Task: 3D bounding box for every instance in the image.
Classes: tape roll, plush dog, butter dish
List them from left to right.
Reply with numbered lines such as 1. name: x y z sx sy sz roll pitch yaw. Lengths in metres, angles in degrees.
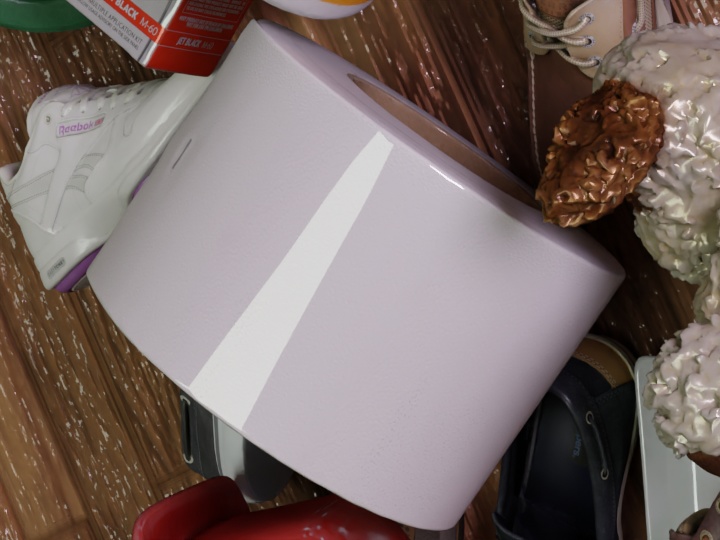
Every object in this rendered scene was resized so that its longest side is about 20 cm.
1. butter dish: -0.002 0.179 1.042 0.147 0.200 0.201 -22 86 10
2. tape roll: 0.000 0.000 0.974 0.202 0.202 0.140 39 99 24
3. plush dog: 0.158 -0.030 0.834 0.172 0.200 0.161 41 114 17

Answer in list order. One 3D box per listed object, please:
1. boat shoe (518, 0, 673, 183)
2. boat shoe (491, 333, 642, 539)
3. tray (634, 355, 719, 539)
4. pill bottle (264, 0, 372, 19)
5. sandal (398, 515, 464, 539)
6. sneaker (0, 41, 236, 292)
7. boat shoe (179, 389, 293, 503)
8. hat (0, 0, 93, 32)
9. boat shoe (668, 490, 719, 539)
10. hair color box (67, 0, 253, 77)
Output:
1. boat shoe: 0.097 -0.123 0.968 0.075 0.072 0.202 16 112 35
2. boat shoe: 0.093 0.129 1.050 0.074 0.062 0.202 18 115 32
3. tray: 0.214 0.093 0.968 0.199 0.022 0.108 3 105 38
4. pill bottle: 0.012 -0.208 0.895 0.117 0.116 0.200 53 125 14
5. sandal: 0.000 0.068 1.110 0.081 0.054 0.202 -3 101 39
6. sneaker: -0.132 -0.071 1.164 0.200 0.075 0.100 -40 78 38
7. boat shoe: -0.072 0.024 1.154 0.066 0.070 0.202 12 117 34
8. hat: -0.186 -0.247 1.190 0.165 0.176 0.200 -34 113 8
9. boat shoe: 0.170 0.134 0.968 0.072 0.071 0.201 -115 30 -45
10. hair color box: -0.077 -0.209 1.059 0.111 0.064 0.201 39 107 24
